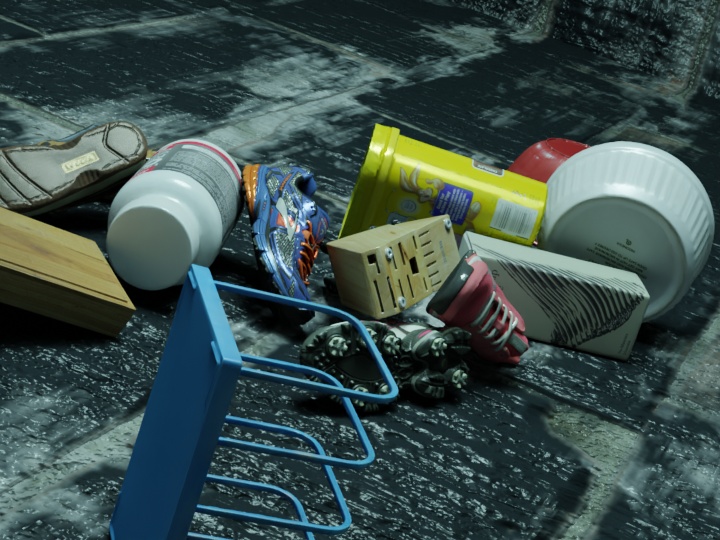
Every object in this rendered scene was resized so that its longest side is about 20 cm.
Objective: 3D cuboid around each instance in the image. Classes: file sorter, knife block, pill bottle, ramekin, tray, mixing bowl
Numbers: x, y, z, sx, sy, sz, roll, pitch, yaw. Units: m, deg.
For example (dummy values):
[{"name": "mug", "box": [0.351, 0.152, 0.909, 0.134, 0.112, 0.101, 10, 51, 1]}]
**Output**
[{"name": "file sorter", "box": [-0.071, 0.124, 1.004, 0.122, 0.202, 0.139, 12, 20, -20]}, {"name": "knife block", "box": [0.000, 0.000, 1.521, 0.174, 0.065, 0.200, -11, 9, 33]}, {"name": "pill bottle", "box": [-0.179, -0.051, 1.514, 0.110, 0.112, 0.200, 17, 19, 1]}, {"name": "ramekin", "box": [0.284, -0.032, 1.736, 0.201, 0.204, 0.094, 19, 31, 6]}, {"name": "tray", "box": [-0.286, -0.011, 1.316, 0.199, 0.037, 0.099, 21, 23, -47]}, {"name": "mixing bowl", "box": [0.266, -0.101, 2.026, 0.198, 0.109, 0.200, 15, 20, -6]}]

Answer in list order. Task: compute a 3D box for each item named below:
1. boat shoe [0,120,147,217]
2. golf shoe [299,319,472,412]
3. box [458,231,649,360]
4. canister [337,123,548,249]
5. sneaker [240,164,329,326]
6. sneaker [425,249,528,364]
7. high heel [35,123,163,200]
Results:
[{"name": "boat shoe", "box": [-0.305, -0.083, 1.560, 0.201, 0.075, 0.075, -16, 69, -24]}, {"name": "golf shoe", "box": [0.009, 0.079, 1.406, 0.088, 0.078, 0.199, 14, 6, 44]}, {"name": "box", "box": [0.195, 0.027, 1.663, 0.198, 0.083, 0.068, 12, 21, -10]}, {"name": "canister", "box": [0.089, -0.062, 1.718, 0.198, 0.149, 0.087, 18, 45, -3]}, {"name": "sneaker", "box": [-0.066, -0.034, 1.525, 0.078, 0.076, 0.201, -12, 52, -2]}, {"name": "sneaker", "box": [0.123, 0.042, 1.499, 0.087, 0.074, 0.200, 36, -3, 18]}, {"name": "high heel", "box": [-0.247, -0.085, 1.639, 0.199, 0.072, 0.142, 25, 31, 18]}]
